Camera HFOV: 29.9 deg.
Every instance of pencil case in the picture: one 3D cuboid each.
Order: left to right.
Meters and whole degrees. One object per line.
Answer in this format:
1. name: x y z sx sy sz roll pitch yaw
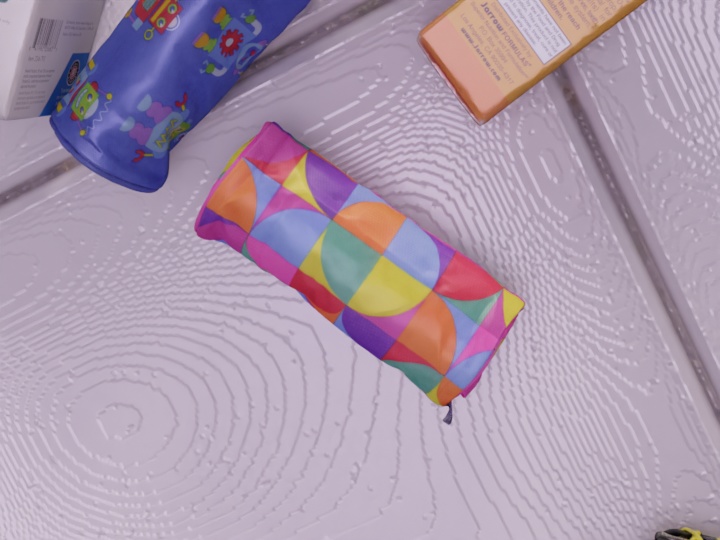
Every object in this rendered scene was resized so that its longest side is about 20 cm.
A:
1. pencil case: -0.093 -0.137 0.780 0.200 0.087 0.078 -49 56 11
2. pencil case: 0.000 0.000 0.790 0.200 0.088 0.089 38 101 -1

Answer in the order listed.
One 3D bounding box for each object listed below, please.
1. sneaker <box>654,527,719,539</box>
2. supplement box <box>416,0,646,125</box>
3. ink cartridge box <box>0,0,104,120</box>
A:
1. sneaker: 0.215 0.190 0.800 0.199 0.074 0.085 -20 96 9
2. supplement box: 0.129 -0.167 0.756 0.200 0.067 0.069 -38 93 11
3. ink cartridge box: -0.183 -0.192 0.761 0.067 0.116 0.201 19 100 3
